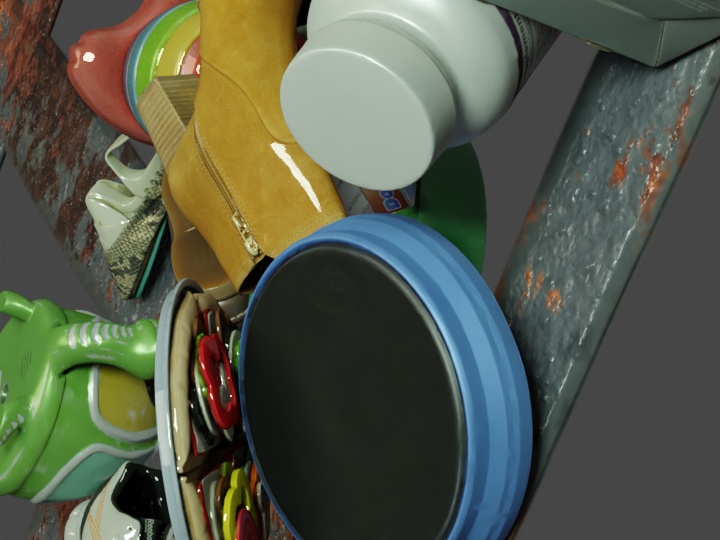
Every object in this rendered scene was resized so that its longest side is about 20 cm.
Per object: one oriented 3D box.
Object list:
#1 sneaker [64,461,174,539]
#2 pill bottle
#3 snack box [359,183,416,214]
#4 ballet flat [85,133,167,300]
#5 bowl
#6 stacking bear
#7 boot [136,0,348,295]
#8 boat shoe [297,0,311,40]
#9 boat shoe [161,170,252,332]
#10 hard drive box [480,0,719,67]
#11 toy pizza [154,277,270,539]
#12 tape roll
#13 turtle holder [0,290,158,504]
[{"bbox_3d":[-0.156,0.212,1.307,0.080,0.074,0.200,-53,35,32],"label":"sneaker"},{"bbox_3d":[0.042,-0.132,0.979,0.112,0.112,0.200,-37,13,50],"label":"pill bottle"},{"bbox_3d":[0.012,-0.127,1.087,0.024,0.072,0.200,-13,45,20],"label":"snack box"},{"bbox_3d":[-0.156,-0.065,1.435,0.200,0.075,0.068,-55,20,34],"label":"ballet flat"},{"bbox_3d":[0.006,0.071,1.029,0.200,0.039,0.201,14,109,47],"label":"bowl"},{"bbox_3d":[-0.086,-0.121,1.236,0.121,0.114,0.200,-42,24,-14],"label":"stacking bear"},{"bbox_3d":[-0.043,-0.089,1.084,0.144,0.071,0.201,56,133,17],"label":"boot"},{"bbox_3d":[-0.031,-0.180,1.271,0.201,0.066,0.072,8,84,62],"label":"boat shoe"},{"bbox_3d":[-0.093,-0.022,1.305,0.200,0.070,0.070,-90,-15,-51],"label":"boat shoe"},{"bbox_3d":[0.110,-0.220,0.934,0.077,0.155,0.201,-24,56,52],"label":"hard drive box"},{"bbox_3d":[-0.077,0.102,1.110,0.200,0.032,0.201,-9,-90,-83],"label":"toy pizza"},{"bbox_3d":[0.000,0.000,1.147,0.200,0.048,0.201,-35,48,50],"label":"tape roll"},{"bbox_3d":[-0.203,0.083,1.391,0.186,0.131,0.141,-62,29,21],"label":"turtle holder"}]
